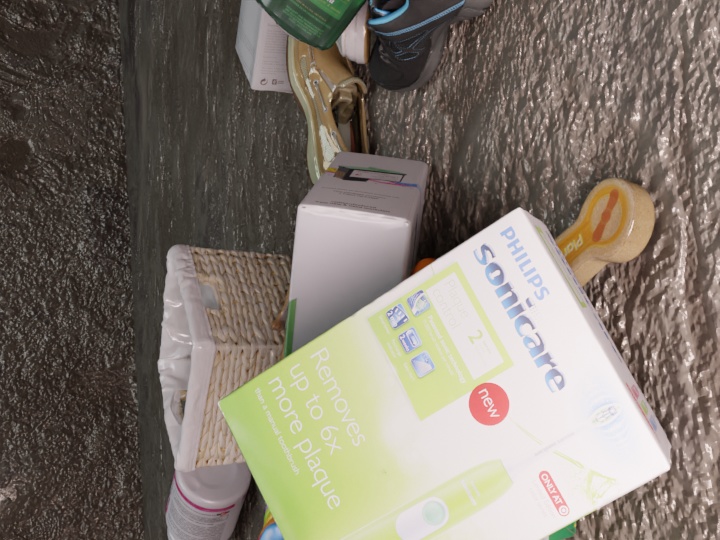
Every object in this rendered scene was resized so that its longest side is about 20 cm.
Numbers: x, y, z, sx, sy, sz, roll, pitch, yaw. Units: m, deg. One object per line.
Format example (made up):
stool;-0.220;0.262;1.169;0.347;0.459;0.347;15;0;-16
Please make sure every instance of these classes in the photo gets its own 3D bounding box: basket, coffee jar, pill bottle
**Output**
basket;-0.153;0.101;1.224;0.199;0.158;0.203;-116;31;-50
coffee jar;0.001;-0.280;0.793;0.200;0.085;0.105;-48;23;27
pill bottle;-0.235;0.351;1.528;0.202;0.111;0.115;111;151;-46

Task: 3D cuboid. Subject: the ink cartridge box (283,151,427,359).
ink cartridge box;0.000;0.000;0.788;0.200;0.082;0.148;-67;-15;-71

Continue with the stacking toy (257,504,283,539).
stacking toy;-0.066;0.273;1.098;0.201;0.107;0.118;-110;23;-67

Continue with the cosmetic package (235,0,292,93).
cosmetic package;-0.085;-0.318;1.144;0.114;0.080;0.203;-114;31;-47

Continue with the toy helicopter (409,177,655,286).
toy helicopter;0.108;0.022;0.619;0.200;0.078;0.134;-49;38;45

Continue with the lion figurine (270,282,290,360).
lion figurine;-0.052;0.037;1.072;0.201;0.071;0.124;-111;35;-53

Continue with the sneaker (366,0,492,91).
sneaker;0.035;-0.206;0.802;0.200;0.080;0.075;135;129;-65

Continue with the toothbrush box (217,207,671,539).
toothbrush box;0.045;0.083;0.548;0.147;0.198;0.086;61;-166;11

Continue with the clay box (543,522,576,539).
clay box;0.053;0.130;0.706;0.200;0.113;0.049;-141;44;-66

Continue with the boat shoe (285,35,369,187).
boat shoe;-0.021;-0.175;1.002;0.076;0.071;0.204;-29;69;51

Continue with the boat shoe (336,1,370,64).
boat shoe;-0.026;-0.249;0.941;0.201;0.068;0.072;-100;13;-56
